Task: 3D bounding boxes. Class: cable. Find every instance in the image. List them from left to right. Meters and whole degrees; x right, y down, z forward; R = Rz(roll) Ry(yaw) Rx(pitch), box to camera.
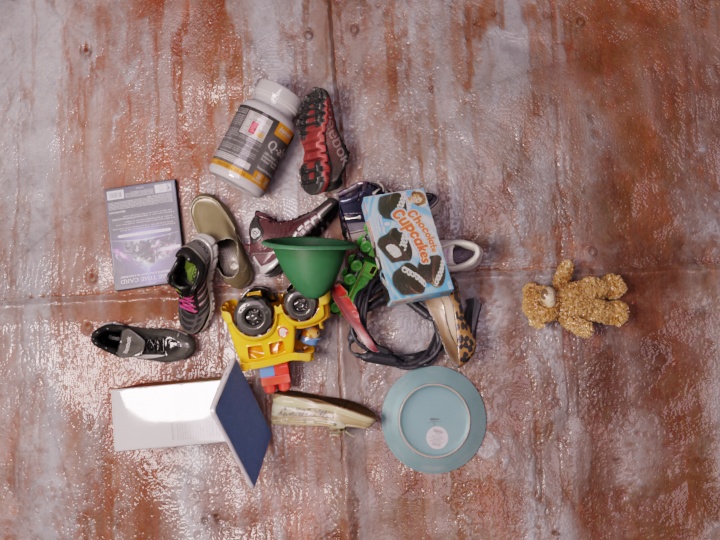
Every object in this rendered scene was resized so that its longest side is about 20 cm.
[{"bbox_3d":[0.075,0.100,1.321,0.198,0.051,0.165,10,79,-11],"label":"cable"}]

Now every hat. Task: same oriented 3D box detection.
[{"bbox_3d":[-0.084,0.039,1.215,0.164,0.200,0.178,-3,99,-27],"label":"hat"}]

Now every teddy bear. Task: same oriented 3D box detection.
[{"bbox_3d":[0.403,0.054,1.313,0.198,0.067,0.146,15,83,2],"label":"teddy bear"}]

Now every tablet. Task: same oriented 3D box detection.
[{"bbox_3d":[-0.207,0.268,1.237,0.014,0.131,0.201,-7,124,16],"label":"tablet"}]

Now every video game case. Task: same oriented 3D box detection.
[{"bbox_3d":[-0.418,-0.069,1.374,0.141,0.019,0.202,-8,85,1],"label":"video game case"}]

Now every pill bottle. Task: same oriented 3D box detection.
[{"bbox_3d":[-0.194,-0.249,1.335,0.116,0.116,0.201,26,87,4],"label":"pill bottle"}]

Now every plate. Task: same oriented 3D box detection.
[{"bbox_3d":[0.138,0.280,1.320,0.198,0.026,0.202,0,84,1],"label":"plate"}]

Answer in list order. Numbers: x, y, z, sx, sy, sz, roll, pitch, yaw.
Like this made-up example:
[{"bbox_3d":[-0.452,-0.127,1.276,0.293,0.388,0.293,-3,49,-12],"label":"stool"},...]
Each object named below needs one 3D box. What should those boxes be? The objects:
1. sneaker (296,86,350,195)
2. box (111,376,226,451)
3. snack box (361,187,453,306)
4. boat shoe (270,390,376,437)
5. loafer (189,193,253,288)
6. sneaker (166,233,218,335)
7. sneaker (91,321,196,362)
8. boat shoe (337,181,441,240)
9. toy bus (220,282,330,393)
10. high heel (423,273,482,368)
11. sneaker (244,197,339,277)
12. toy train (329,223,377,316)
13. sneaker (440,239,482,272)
[{"bbox_3d":[-0.067,-0.242,1.342,0.070,0.097,0.203,-1,90,41],"label":"sneaker"},{"bbox_3d":[-0.324,0.253,1.273,0.198,0.152,0.108,-5,85,1],"label":"box"},{"bbox_3d":[0.081,-0.043,1.246,0.115,0.037,0.202,-10,70,-12],"label":"snack box"},{"bbox_3d":[-0.069,0.269,1.309,0.198,0.073,0.063,9,91,13],"label":"boat shoe"},{"bbox_3d":[-0.264,-0.061,1.343,0.076,0.067,0.201,-31,85,-1],"label":"loafer"},{"bbox_3d":[-0.316,0.033,1.297,0.073,0.087,0.202,22,115,20],"label":"sneaker"},{"bbox_3d":[-0.410,0.138,1.315,0.198,0.090,0.067,9,91,3],"label":"sneaker"},{"bbox_3d":[0.050,-0.128,1.320,0.198,0.075,0.093,-18,121,0],"label":"boat shoe"},{"bbox_3d":[-0.139,0.121,1.299,0.198,0.136,0.194,-12,97,-2],"label":"toy bus"},{"bbox_3d":[0.136,0.079,1.270,0.199,0.071,0.144,31,58,-22],"label":"high heel"},{"bbox_3d":[-0.142,-0.092,1.342,0.200,0.076,0.116,-44,77,-6],"label":"sneaker"},{"bbox_3d":[0.000,0.000,1.318,0.056,0.042,0.201,20,107,-19],"label":"toy train"},{"bbox_3d":[0.130,-0.030,1.313,0.198,0.100,0.076,-7,86,2],"label":"sneaker"}]
